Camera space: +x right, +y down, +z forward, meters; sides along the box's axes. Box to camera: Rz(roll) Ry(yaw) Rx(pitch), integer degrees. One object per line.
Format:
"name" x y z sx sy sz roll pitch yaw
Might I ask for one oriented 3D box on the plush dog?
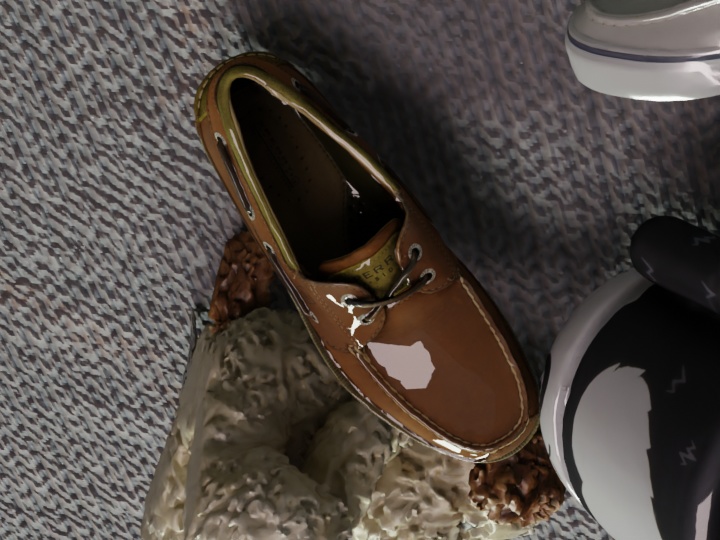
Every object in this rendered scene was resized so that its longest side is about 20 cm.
"plush dog" 0.006 0.077 1.112 0.172 0.160 0.200 14 170 -12

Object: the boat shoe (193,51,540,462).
"boat shoe" 0.000 0.000 0.995 0.200 0.072 0.068 49 178 -2

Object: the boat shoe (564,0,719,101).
"boat shoe" 0.159 -0.111 0.857 0.200 0.072 0.066 -7 127 30

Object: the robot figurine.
"robot figurine" 0.148 0.069 0.952 0.125 0.200 0.150 18 100 -28
